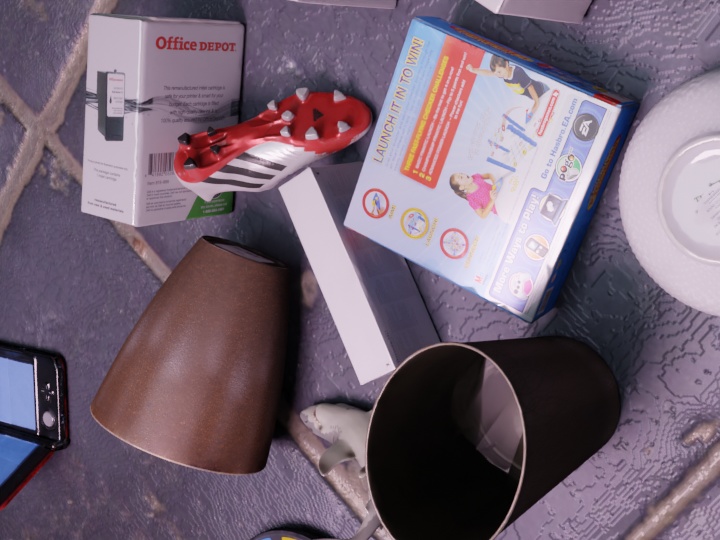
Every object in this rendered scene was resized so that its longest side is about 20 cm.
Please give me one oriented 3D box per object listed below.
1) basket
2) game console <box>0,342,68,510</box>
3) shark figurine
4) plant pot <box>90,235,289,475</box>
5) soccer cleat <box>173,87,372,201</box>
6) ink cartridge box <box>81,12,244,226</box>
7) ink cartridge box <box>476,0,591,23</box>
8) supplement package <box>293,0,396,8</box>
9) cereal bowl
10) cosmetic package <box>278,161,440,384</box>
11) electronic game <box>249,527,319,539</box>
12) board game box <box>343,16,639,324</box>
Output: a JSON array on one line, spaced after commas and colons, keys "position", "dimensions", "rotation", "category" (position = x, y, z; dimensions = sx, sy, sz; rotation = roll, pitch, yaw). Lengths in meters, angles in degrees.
[{"position": [0.118, 0.126, 0.947], "dimensions": [0.136, 0.200, 0.180], "rotation": [29, 113, 30], "category": "basket"}, {"position": [-0.471, 0.185, 1.439], "dimensions": [0.200, 0.119, 0.172], "rotation": [7, 102, 35], "category": "game console"}, {"position": [0.013, 0.207, 1.102], "dimensions": [0.128, 0.215, 0.090], "rotation": [-17, 129, 9], "category": "shark figurine"}, {"position": [-0.149, 0.073, 1.165], "dimensions": [0.187, 0.187, 0.200], "rotation": [24, 96, 31], "category": "plant pot"}, {"position": [-0.082, -0.118, 1.125], "dimensions": [0.200, 0.085, 0.069], "rotation": [-17, 60, 7], "category": "soccer cleat"}, {"position": [-0.197, -0.154, 1.165], "dimensions": [0.083, 0.147, 0.200], "rotation": [15, 105, 34], "category": "ink cartridge box"}, {"position": [0.106, -0.308, 0.916], "dimensions": [0.200, 0.147, 0.145], "rotation": [41, 119, 24], "category": "ink cartridge box"}, {"position": [-0.080, -0.326, 1.046], "dimensions": [0.200, 0.151, 0.152], "rotation": [18, 108, 33], "category": "supplement package"}, {"position": [0.282, -0.057, 0.870], "dimensions": [0.200, 0.083, 0.200], "rotation": [6, 100, 35], "category": "cereal bowl"}, {"position": [0.000, 0.000, 1.086], "dimensions": [0.051, 0.083, 0.200], "rotation": [-28, 80, 35], "category": "cosmetic package"}, {"position": [-0.064, 0.369, 1.220], "dimensions": [0.200, 0.042, 0.200], "rotation": [7, 102, 35], "category": "electronic game"}, {"position": [0.106, -0.088, 0.995], "dimensions": [0.196, 0.056, 0.200], "rotation": [29, 114, 21], "category": "board game box"}]
